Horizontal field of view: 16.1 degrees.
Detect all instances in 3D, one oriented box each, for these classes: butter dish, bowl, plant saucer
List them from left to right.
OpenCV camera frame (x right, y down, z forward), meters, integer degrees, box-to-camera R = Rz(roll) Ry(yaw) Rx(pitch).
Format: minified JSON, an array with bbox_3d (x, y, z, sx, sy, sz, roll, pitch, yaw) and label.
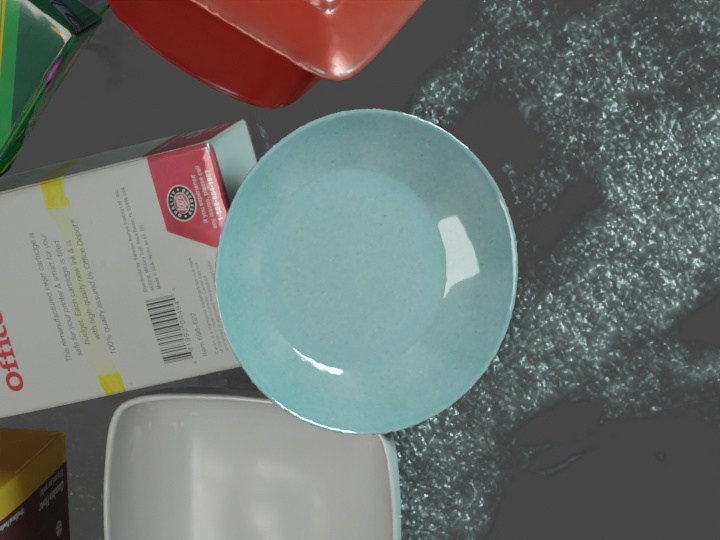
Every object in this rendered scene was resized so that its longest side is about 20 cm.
[{"bbox_3d":[-0.069,-0.173,1.540,0.199,0.200,0.148,33,134,4],"label":"butter dish"},{"bbox_3d":[-0.064,0.168,1.669,0.198,0.075,0.201,4,105,13],"label":"bowl"},{"bbox_3d":[0.000,0.000,1.592,0.199,0.039,0.203,-2,94,-20],"label":"plant saucer"}]

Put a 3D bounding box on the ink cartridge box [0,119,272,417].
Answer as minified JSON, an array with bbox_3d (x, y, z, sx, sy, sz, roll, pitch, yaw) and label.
[{"bbox_3d":[-0.157,-0.002,1.643,0.198,0.083,0.146,-12,102,17],"label":"ink cartridge box"}]

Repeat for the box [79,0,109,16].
[{"bbox_3d":[-0.292,-0.150,1.635,0.176,0.097,0.200,42,111,-1],"label":"box"}]

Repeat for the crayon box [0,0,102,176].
[{"bbox_3d":[-0.271,-0.159,1.544,0.199,0.058,0.119,36,110,2],"label":"crayon box"}]

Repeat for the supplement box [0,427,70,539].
[{"bbox_3d":[-0.306,0.218,1.716,0.196,0.133,0.202,3,105,14],"label":"supplement box"}]
